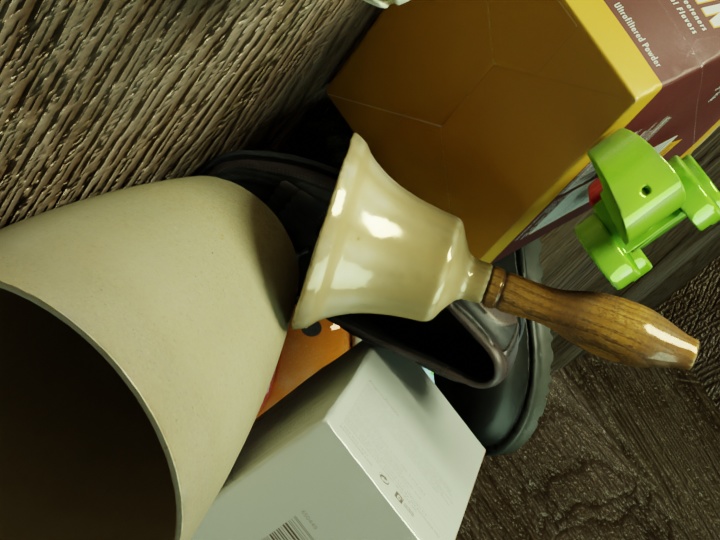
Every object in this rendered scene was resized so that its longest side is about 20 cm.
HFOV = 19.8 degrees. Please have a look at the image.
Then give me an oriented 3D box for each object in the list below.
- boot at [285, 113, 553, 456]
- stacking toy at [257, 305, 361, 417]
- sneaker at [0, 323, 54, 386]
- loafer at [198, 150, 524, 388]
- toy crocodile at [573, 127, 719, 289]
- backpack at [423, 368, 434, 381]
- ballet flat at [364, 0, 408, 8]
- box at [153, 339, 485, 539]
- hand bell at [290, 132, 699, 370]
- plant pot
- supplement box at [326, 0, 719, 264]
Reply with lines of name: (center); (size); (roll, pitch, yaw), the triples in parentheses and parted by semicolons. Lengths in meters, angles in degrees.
boot: (0.028, 0.012, 1.214); (0.158, 0.212, 0.079); (-6, -175, -36)
stacking toy: (-0.107, 0.045, 1.247); (0.200, 0.146, 0.146); (-6, 154, -39)
sneaker: (-0.178, 0.051, 1.108); (0.200, 0.075, 0.082); (-31, 171, -20)
loafer: (0.000, 0.000, 1.117); (0.072, 0.200, 0.063); (-58, -172, 25)
toy crocodile: (0.145, -0.036, 1.065); (0.067, 0.062, 0.200); (-36, 174, 11)
backpack: (-0.017, 0.061, 1.463); (0.200, 0.163, 0.154); (-40, -173, -3)
ballet flat: (0.006, -0.142, 0.833); (0.071, 0.071, 0.200); (-34, 171, -3)
box: (-0.019, 0.122, 1.103); (0.124, 0.098, 0.200); (-37, -176, 15)
hand bell: (0.075, 0.010, 1.044); (0.104, 0.200, 0.104); (-163, -90, -90)
plant pot: (-0.117, 0.038, 1.024); (0.187, 0.187, 0.200); (-43, -179, 40)
supplement box: (0.126, -0.128, 1.102); (0.200, 0.133, 0.197); (-28, 168, -35)
